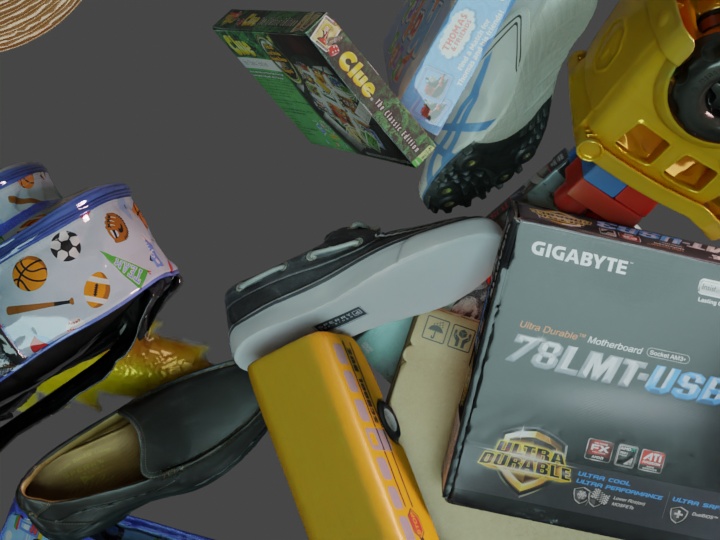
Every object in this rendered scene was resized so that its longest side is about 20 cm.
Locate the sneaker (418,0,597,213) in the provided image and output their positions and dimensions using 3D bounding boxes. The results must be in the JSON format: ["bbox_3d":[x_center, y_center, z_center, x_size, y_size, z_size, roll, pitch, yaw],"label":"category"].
[{"bbox_3d":[0.088,-0.125,1.390,0.072,0.073,0.201,-1,130,-40],"label":"sneaker"}]

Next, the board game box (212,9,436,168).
[{"bbox_3d":[-0.026,-0.114,1.311,0.023,0.200,0.105,-46,109,-8],"label":"board game box"}]

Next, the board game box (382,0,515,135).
[{"bbox_3d":[0.077,-0.196,1.306,0.036,0.151,0.201,25,108,-12],"label":"board game box"}]

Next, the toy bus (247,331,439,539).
[{"bbox_3d":[-0.002,0.144,1.392,0.065,0.078,0.201,-26,75,18],"label":"toy bus"}]

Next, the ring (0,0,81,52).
[{"bbox_3d":[-0.254,-0.233,1.347,0.199,0.019,0.202,-1,113,-2],"label":"ring"}]

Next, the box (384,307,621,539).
[{"bbox_3d":[0.107,0.130,1.450,0.199,0.021,0.164,19,90,-5],"label":"box"}]

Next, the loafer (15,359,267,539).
[{"bbox_3d":[-0.140,0.118,1.446,0.199,0.072,0.073,-33,73,-2],"label":"loafer"}]

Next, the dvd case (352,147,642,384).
[{"bbox_3d":[0.112,0.032,1.470,0.200,0.022,0.146,-40,108,12],"label":"dvd case"}]

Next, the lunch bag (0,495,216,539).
[{"bbox_3d":[-0.185,0.249,1.520,0.199,0.094,0.151,19,109,4],"label":"lunch bag"}]

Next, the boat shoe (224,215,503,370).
[{"bbox_3d":[0.000,0.000,1.426,0.199,0.068,0.072,-25,145,16],"label":"boat shoe"}]

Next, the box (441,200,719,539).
[{"bbox_3d":[0.169,0.073,1.392,0.199,0.050,0.200,13,108,-4],"label":"box"}]

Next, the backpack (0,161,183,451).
[{"bbox_3d":[-0.215,0.015,1.370,0.190,0.200,0.155,-25,96,3],"label":"backpack"}]

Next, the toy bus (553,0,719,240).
[{"bbox_3d":[0.223,-0.087,1.375,0.199,0.136,0.192,28,124,-21],"label":"toy bus"}]
